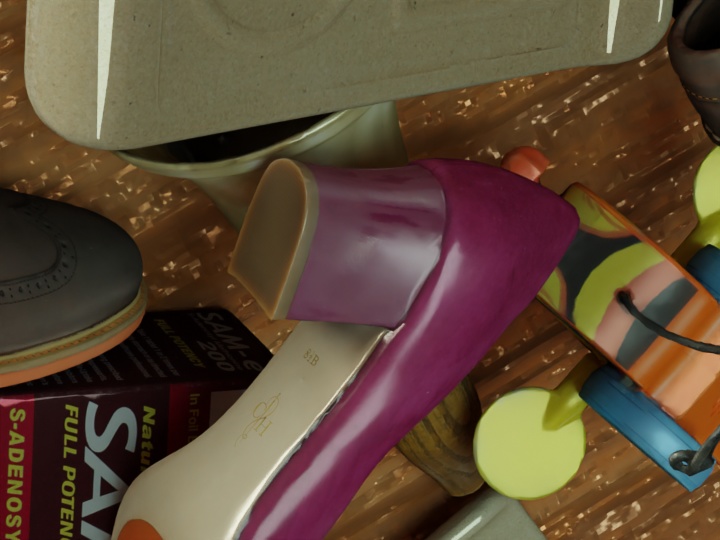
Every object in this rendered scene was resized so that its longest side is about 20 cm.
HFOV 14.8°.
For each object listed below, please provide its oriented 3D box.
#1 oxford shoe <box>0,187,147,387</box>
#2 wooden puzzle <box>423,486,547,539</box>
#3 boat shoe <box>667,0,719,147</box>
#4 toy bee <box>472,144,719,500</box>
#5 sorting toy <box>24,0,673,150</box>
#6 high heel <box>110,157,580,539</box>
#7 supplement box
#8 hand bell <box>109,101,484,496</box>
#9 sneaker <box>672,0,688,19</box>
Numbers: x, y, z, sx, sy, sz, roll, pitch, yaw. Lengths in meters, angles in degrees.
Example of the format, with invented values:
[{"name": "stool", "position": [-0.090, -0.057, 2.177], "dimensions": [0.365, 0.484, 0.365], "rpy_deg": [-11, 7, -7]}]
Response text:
[{"name": "oxford shoe", "position": [-0.133, -0.016, 0.754], "dimensions": [0.200, 0.071, 0.073], "rpy_deg": [6, 121, -43]}, {"name": "wooden puzzle", "position": [0.027, 0.196, 0.947], "dimensions": [0.185, 0.037, 0.200], "rpy_deg": [-39, 120, -5]}, {"name": "boat shoe", "position": [0.171, -0.108, 0.790], "dimensions": [0.200, 0.070, 0.070], "rpy_deg": [-47, 125, -5]}, {"name": "toy bee", "position": [0.086, 0.004, 0.844], "dimensions": [0.109, 0.200, 0.131], "rpy_deg": [42, 70, 10]}, {"name": "sorting toy", "position": [0.005, -0.132, 0.704], "dimensions": [0.200, 0.036, 0.185], "rpy_deg": [-11, 116, -36]}, {"name": "high heel", "position": [-0.007, 0.059, 0.785], "dimensions": [0.096, 0.067, 0.200], "rpy_deg": [6, 123, -31]}, {"name": "supplement box", "position": [-0.125, 0.076, 0.820], "dimensions": [0.200, 0.061, 0.109], "rpy_deg": [-4, 111, -23]}, {"name": "hand bell", "position": [0.000, 0.000, 0.846], "dimensions": [0.104, 0.104, 0.200], "rpy_deg": [-33, 133, -8]}, {"name": "sneaker", "position": [0.112, -0.100, 0.846], "dimensions": [0.200, 0.071, 0.098], "rpy_deg": [-6, 110, -23]}]
